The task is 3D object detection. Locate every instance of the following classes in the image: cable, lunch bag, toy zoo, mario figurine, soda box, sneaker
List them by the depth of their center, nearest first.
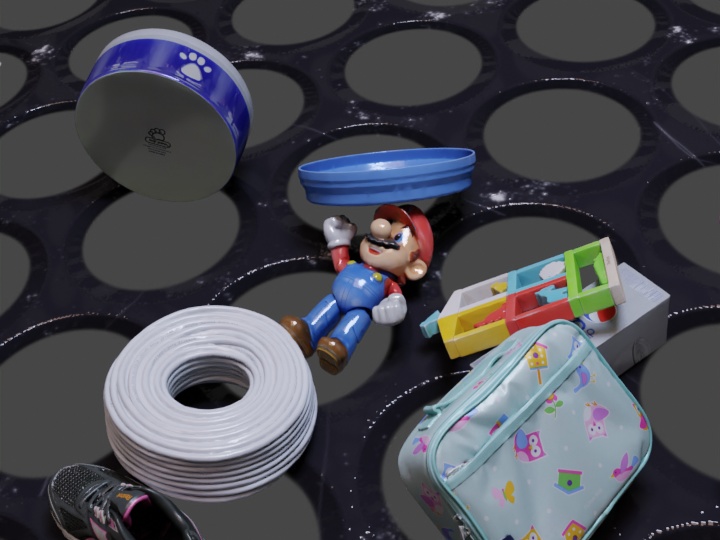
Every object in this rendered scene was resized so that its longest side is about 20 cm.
[{"bbox_3d":[0.134,0.145,0.797,0.200,0.161,0.077,-41,10,-25],"label":"lunch bag"},{"bbox_3d":[-0.194,0.211,0.841,0.199,0.087,0.080,20,50,27],"label":"sneaker"},{"bbox_3d":[-0.138,0.119,0.916,0.199,0.070,0.199,29,45,29],"label":"cable"},{"bbox_3d":[0.198,0.078,0.920,0.199,0.069,0.063,-30,46,-20],"label":"soda box"},{"bbox_3d":[0.151,0.030,0.944,0.198,0.021,0.131,-21,16,16],"label":"toy zoo"},{"bbox_3d":[0.000,0.000,1.002,0.123,0.106,0.200,39,64,-2],"label":"mario figurine"}]

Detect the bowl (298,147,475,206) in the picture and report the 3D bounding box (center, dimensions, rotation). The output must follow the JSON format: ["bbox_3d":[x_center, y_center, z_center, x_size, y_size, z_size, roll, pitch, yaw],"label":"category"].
[{"bbox_3d":[0.030,-0.105,1.089,0.198,0.040,0.201,-5,12,1],"label":"bowl"}]

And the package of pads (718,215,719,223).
[{"bbox_3d":[0.458,-0.020,0.971,0.119,0.076,0.201,-11,44,-6],"label":"package of pads"}]

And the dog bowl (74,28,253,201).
[{"bbox_3d":[-0.230,-0.179,1.156,0.198,0.201,0.079,2,48,11],"label":"dog bowl"}]
